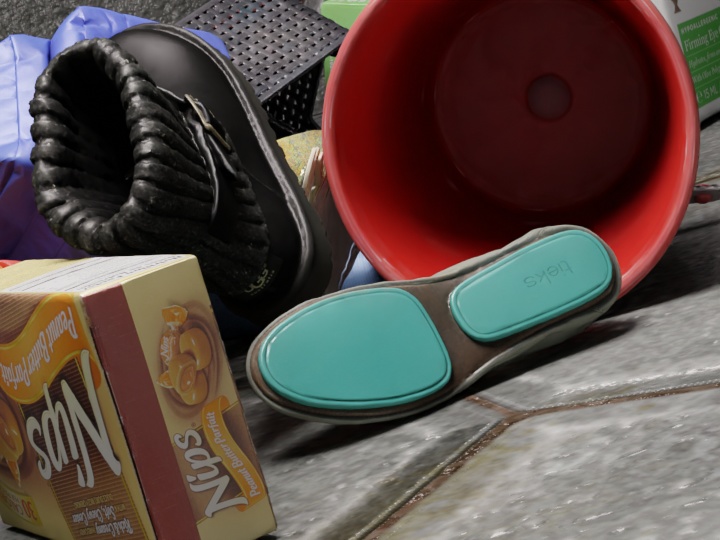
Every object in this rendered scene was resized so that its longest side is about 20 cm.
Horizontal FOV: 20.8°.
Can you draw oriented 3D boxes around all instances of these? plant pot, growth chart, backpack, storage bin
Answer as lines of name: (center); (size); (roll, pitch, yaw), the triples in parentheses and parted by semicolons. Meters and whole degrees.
plant pot: (0.092, -0.084, 1.068); (0.199, 0.202, 0.177); (-14, 8, 15)
growth chart: (-0.013, -0.042, 1.091); (0.018, 0.145, 0.200); (9, 39, 11)
backpack: (-0.167, -0.038, 1.145); (0.167, 0.163, 0.200); (12, -41, -20)
storage bin: (-0.097, -0.094, 1.323); (0.093, 0.136, 0.200); (30, 43, 17)

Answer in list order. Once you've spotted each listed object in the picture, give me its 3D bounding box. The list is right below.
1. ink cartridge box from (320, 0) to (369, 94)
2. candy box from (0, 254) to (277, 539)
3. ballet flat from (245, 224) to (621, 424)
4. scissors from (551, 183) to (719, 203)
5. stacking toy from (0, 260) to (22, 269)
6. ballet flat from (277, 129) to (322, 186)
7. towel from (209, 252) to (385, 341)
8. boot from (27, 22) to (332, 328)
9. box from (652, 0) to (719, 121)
ink cartridge box: (0.079, -0.124, 1.395); (0.199, 0.146, 0.084); (5, 17, 29)
candy box: (-0.115, 0.056, 0.834); (0.055, 0.116, 0.200); (-21, 10, -28)
ballet flat: (0.035, 0.034, 0.937); (0.199, 0.068, 0.064); (-19, -19, -22)
scissors: (0.191, -0.046, 1.171); (0.199, 0.014, 0.073); (-10, -30, 22)
stacking toy: (-0.162, 0.052, 1.049); (0.199, 0.147, 0.146); (2, -3, -34)
ballet flat: (-0.004, -0.056, 1.293); (0.070, 0.071, 0.199); (-9, 1, 42)
towel: (0.000, 0.000, 1.222); (0.199, 0.049, 0.112); (-13, 9, 14)
boot: (-0.108, -0.070, 0.943); (0.079, 0.211, 0.158); (-48, -37, 12)
box: (0.228, -0.208, 1.723); (0.199, 0.172, 0.199); (-10, 10, 36)
